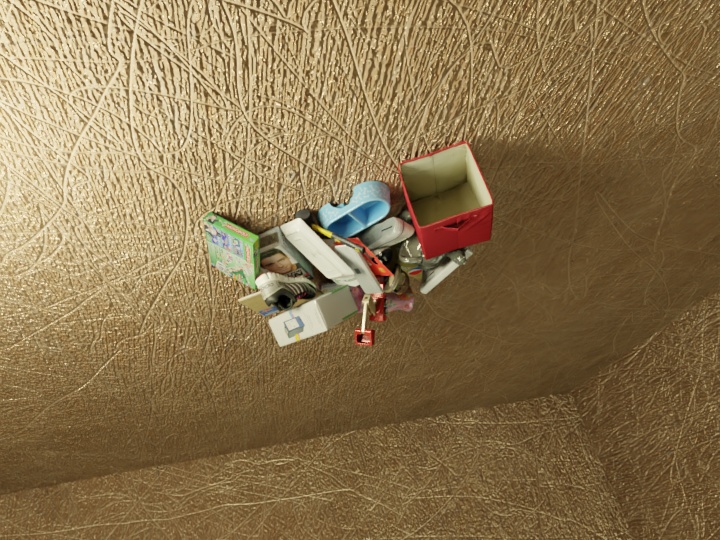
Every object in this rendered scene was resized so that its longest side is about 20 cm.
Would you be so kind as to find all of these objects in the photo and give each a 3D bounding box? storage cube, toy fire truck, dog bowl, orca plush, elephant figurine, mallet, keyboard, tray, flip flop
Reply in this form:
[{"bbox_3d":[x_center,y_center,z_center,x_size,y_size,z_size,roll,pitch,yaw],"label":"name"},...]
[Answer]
[{"bbox_3d":[0.197,-0.154,1.198,0.170,0.201,0.180,-18,156,5],"label":"storage cube"},{"bbox_3d":[0.031,0.098,1.427,0.048,0.202,0.141,1,-178,21],"label":"toy fire truck"},{"bbox_3d":[-0.013,-0.142,1.266,0.199,0.050,0.111,-29,147,21],"label":"dog bowl"},{"bbox_3d":[0.019,-0.015,1.373,0.199,0.072,0.105,-9,-177,43],"label":"orca plush"},{"bbox_3d":[0.162,-0.059,1.328,0.140,0.201,0.156,-6,149,-15],"label":"elephant figurine"},{"bbox_3d":[-0.074,-0.092,1.217,0.041,0.199,0.066,-50,144,-28],"label":"mallet"},{"bbox_3d":[0.000,0.000,1.307,0.056,0.011,0.200,1,143,30],"label":"keyboard"},{"bbox_3d":[-0.110,-0.044,1.274,0.200,0.022,0.107,45,150,-21],"label":"tray"},{"bbox_3d":[0.104,0.033,1.389,0.057,0.082,0.200,26,177,9],"label":"flip flop"}]

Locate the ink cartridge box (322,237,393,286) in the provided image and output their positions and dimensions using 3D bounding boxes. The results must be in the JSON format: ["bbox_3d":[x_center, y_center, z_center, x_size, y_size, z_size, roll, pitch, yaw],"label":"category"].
[{"bbox_3d":[-0.035,-0.018,1.325,0.199,0.050,0.161,5,149,49],"label":"ink cartridge box"}]

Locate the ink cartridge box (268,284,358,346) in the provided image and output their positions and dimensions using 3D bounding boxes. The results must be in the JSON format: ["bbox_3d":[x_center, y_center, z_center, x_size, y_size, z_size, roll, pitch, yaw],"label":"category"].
[{"bbox_3d":[-0.128,0.123,1.397,0.199,0.088,0.145,-22,-177,38],"label":"ink cartridge box"}]

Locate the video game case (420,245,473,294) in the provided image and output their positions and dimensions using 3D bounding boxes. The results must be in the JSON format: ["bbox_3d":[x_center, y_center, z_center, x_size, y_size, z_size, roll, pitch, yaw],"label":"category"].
[{"bbox_3d":[0.234,-0.056,1.396,0.024,0.183,0.200,29,134,-16],"label":"video game case"}]

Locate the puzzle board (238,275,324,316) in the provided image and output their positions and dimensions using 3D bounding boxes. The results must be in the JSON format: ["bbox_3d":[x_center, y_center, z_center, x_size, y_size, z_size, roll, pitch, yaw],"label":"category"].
[{"bbox_3d":[-0.219,0.072,1.449,0.199,0.018,0.151,-19,155,12],"label":"puzzle board"}]

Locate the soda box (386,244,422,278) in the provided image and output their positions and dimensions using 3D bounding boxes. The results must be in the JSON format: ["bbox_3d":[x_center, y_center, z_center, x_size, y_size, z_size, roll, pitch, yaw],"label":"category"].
[{"bbox_3d":[0.128,-0.031,1.491,0.199,0.068,0.064,11,142,-37],"label":"soda box"}]

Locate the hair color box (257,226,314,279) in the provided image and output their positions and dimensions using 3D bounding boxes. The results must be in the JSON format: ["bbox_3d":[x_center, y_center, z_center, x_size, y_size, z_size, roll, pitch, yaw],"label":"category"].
[{"bbox_3d":[-0.209,-0.028,1.354,0.098,0.061,0.200,-20,149,11],"label":"hair color box"}]

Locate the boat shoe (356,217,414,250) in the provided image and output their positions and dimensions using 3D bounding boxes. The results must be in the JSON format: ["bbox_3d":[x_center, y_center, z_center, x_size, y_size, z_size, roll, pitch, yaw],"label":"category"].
[{"bbox_3d":[0.060,-0.084,1.306,0.066,0.074,0.200,16,170,-28],"label":"boat shoe"}]

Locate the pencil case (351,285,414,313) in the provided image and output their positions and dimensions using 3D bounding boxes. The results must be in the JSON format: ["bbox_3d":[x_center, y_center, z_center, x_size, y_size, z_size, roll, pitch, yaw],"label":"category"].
[{"bbox_3d":[0.064,0.086,1.564,0.199,0.088,0.088,-1,147,-27],"label":"pencil case"}]

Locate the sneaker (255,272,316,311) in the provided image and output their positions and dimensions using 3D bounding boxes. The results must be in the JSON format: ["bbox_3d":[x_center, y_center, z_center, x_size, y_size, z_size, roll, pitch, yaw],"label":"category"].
[{"bbox_3d":[-0.183,0.065,1.325,0.073,0.088,0.199,-29,156,27],"label":"sneaker"}]

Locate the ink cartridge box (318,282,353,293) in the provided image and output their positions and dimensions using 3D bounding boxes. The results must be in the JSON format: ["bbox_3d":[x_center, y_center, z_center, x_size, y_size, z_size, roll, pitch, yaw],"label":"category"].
[{"bbox_3d":[-0.037,0.070,1.612,0.195,0.044,0.201,-8,146,-13],"label":"ink cartridge box"}]

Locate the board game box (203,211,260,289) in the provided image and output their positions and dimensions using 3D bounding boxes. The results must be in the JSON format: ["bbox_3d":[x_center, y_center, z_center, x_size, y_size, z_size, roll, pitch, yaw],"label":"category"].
[{"bbox_3d":[-0.306,-0.042,1.245,0.134,0.029,0.200,26,147,7],"label":"board game box"}]
